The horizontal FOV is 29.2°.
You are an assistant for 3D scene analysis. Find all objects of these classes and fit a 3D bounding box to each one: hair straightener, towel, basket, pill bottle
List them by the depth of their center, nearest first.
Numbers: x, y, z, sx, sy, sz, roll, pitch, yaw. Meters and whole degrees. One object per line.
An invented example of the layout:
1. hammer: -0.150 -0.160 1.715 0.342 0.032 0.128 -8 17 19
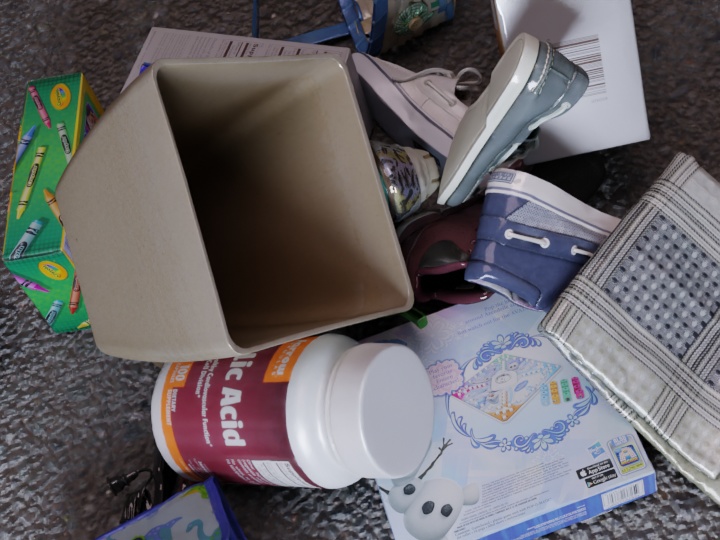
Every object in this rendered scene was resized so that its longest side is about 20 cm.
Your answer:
1. towel: 0.260 0.041 1.037 0.200 0.035 0.193 43 72 0
2. pill bottle: -0.052 0.106 1.046 0.199 0.114 0.115 -4 54 36
3. hair straightener: -0.167 0.186 1.110 0.076 0.041 0.202 -1 61 14
4. basket: -0.009 -0.286 1.291 0.198 0.177 0.140 -12 58 -7

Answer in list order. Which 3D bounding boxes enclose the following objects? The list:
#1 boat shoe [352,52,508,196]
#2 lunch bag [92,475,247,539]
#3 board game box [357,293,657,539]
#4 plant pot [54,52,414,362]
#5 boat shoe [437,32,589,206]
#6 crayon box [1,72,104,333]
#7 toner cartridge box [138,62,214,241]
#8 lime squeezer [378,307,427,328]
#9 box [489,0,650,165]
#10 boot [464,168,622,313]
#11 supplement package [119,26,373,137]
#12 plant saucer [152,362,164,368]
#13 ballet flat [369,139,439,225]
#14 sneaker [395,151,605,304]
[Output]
1. boat shoe: 0.073 -0.147 1.240 0.086 0.075 0.202 -40 59 -13
2. lunch bag: -0.140 0.265 0.990 0.169 0.128 0.201 -28 55 -5
3. board game box: 0.100 0.116 1.078 0.198 0.044 0.200 -20 54 1
4. plant pot: -0.109 -0.032 1.023 0.176 0.199 0.202 -20 85 41
5. boat shoe: 0.112 -0.103 1.065 0.061 0.200 0.073 18 57 -9
6. crayon box: -0.261 -0.062 1.242 0.058 0.119 0.202 -8 55 9
7. toner cartridge box: -0.159 -0.066 1.165 0.094 0.043 0.202 14 89 18
8. lime squeezer: 0.000 0.000 1.155 0.038 0.071 0.200 -41 53 2
9. box: 0.167 -0.203 1.162 0.105 0.154 0.200 -11 26 7
10. boot: 0.170 -0.001 1.083 0.073 0.199 0.091 2 71 66
11. supplement package: -0.104 -0.135 1.253 0.198 0.114 0.110 10 61 18
12. plant saucer: -0.120 -0.004 1.185 0.198 0.029 0.202 -4 79 18
13. ballet flat: 0.028 -0.075 1.145 0.071 0.200 0.073 0 86 -8
14. sneaker: 0.122 -0.026 1.127 0.199 0.076 0.116 -29 26 5
